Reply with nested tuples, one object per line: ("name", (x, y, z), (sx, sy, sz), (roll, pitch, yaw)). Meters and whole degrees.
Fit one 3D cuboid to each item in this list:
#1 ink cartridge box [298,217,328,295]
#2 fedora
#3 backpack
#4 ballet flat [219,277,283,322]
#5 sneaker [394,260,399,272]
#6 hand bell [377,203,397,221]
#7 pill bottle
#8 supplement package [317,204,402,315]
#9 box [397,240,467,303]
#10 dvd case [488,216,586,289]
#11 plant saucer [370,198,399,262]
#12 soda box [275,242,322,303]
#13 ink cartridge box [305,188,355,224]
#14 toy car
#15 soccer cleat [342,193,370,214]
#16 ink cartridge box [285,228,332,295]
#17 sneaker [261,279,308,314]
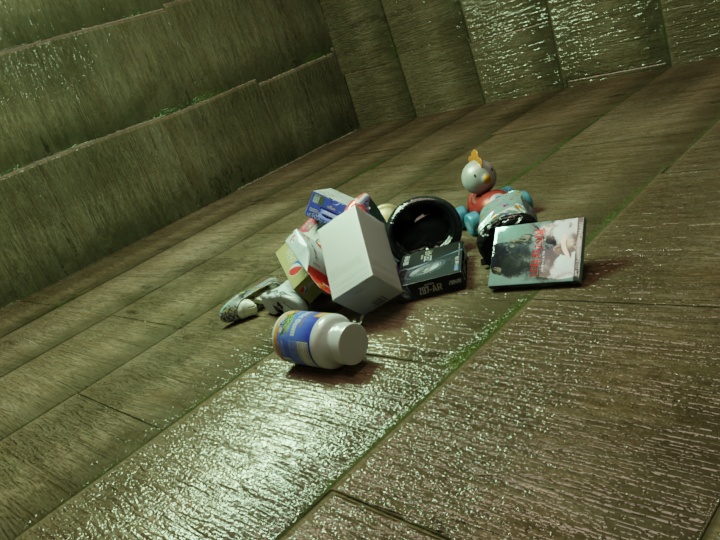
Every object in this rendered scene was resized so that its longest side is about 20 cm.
("ink cartridge box", (-0.107, -0.044, 1.840), (0.147, 0.083, 0.200), (-47, 39, -5))
("fedora", (0.167, -0.097, 1.793), (0.200, 0.202, 0.092), (-17, -12, 8))
("backpack", (0.353, -0.106, 1.620), (0.166, 0.127, 0.200), (-17, 16, 19))
("ballet flat", (-0.284, 0.082, 1.844), (0.200, 0.072, 0.072), (-33, 23, -30))
("sneaker", (0.000, 0.000, 1.707), (0.200, 0.115, 0.073), (-13, 21, 24))
("hand bell", (0.083, -0.101, 1.987), (0.104, 0.104, 0.200), (-17, 32, 9))
("pill bottle", (-0.080, 0.141, 1.398), (0.199, 0.113, 0.112), (0, 27, 46))
("supplement package", (-0.002, -0.024, 1.572), (0.121, 0.120, 0.201), (-32, 53, 26))
("box", (0.171, 0.001, 1.634), (0.159, 0.044, 0.200), (-14, 20, 16))
("dvd case", (0.368, -0.034, 1.437), (0.199, 0.022, 0.147), (-4, 64, 36))
("plant saucer", (0.047, -0.107, 1.827), (0.027, 0.201, 0.200), (-26, 17, 14))
("soda box", (-0.148, -0.006, 1.711), (0.068, 0.064, 0.200), (-44, 34, 6))
("ink cartridge box", (-0.063, -0.163, 1.870), (0.136, 0.077, 0.200), (24, 12, 8))
("toy car", (0.335, -0.227, 1.857), (0.184, 0.201, 0.177), (-23, 19, -9))
("soccer cleat", (-0.002, -0.123, 1.709), (0.077, 0.067, 0.200), (-48, -14, -14))
("ink cartridge box", (-0.076, -0.001, 1.613), (0.050, 0.162, 0.200), (-50, 45, 7))
("sneaker", (-0.166, 0.064, 1.753), (0.115, 0.075, 0.200), (-33, 20, -28))
